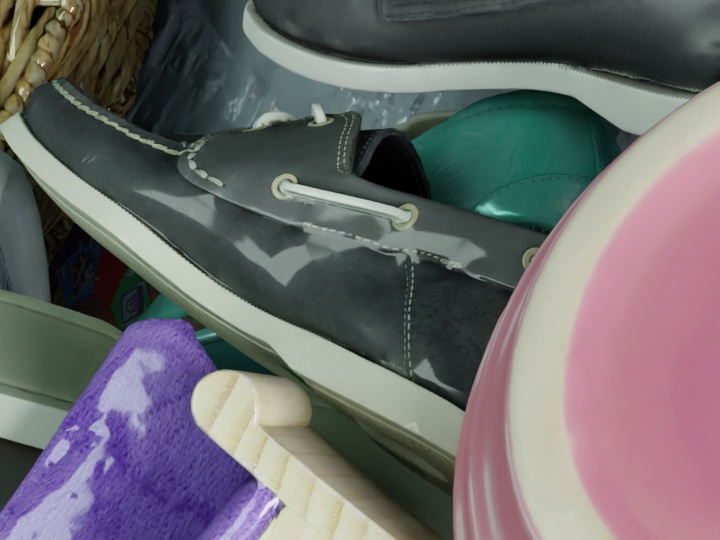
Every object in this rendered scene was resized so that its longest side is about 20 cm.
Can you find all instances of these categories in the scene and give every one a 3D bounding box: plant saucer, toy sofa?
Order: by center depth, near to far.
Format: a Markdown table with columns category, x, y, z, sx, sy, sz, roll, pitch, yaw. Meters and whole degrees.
| category | x | y | z | sx | sy | sz | roll | pitch | yaw |
| --- | --- | --- | --- | --- | --- | --- | --- | --- | --- |
| plant saucer | 0.107 | 0.025 | 0.593 | 0.200 | 0.051 | 0.201 | -14 | 52 | 19 |
| toy sofa | -0.075 | 0.107 | 0.665 | 0.097 | 0.083 | 0.200 | 40 | 93 | 7 |

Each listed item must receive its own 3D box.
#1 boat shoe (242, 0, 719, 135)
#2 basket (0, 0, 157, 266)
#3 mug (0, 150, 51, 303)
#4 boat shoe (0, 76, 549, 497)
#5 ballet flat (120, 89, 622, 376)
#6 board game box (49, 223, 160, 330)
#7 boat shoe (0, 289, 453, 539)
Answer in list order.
| category | x | y | z | sx | sy | sz | roll | pitch | yaw |
| --- | --- | --- | --- | --- | --- | --- | --- | --- | --- |
| boat shoe | 0.045 | -0.075 | 0.744 | 0.199 | 0.074 | 0.061 | 15 | 121 | 46 |
| basket | -0.131 | -0.083 | 0.993 | 0.142 | 0.149 | 0.201 | 5 | 67 | 14 |
| mug | -0.182 | -0.002 | 0.819 | 0.148 | 0.174 | 0.201 | -88 | -6 | -52 |
| boat shoe | -0.012 | -0.007 | 0.740 | 0.200 | 0.072 | 0.068 | 29 | 82 | 40 |
| ballet flat | 0.000 | 0.000 | 0.816 | 0.200 | 0.067 | 0.071 | -22 | 45 | 44 |
| board game box | -0.133 | 0.066 | 0.980 | 0.200 | 0.039 | 0.158 | -52 | 41 | 27 |
| boat shoe | -0.032 | 0.065 | 0.754 | 0.072 | 0.200 | 0.061 | -57 | -14 | -64 |
